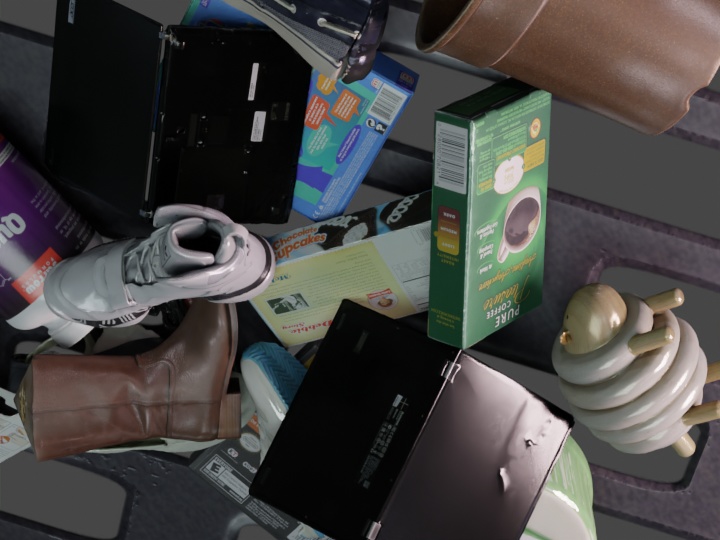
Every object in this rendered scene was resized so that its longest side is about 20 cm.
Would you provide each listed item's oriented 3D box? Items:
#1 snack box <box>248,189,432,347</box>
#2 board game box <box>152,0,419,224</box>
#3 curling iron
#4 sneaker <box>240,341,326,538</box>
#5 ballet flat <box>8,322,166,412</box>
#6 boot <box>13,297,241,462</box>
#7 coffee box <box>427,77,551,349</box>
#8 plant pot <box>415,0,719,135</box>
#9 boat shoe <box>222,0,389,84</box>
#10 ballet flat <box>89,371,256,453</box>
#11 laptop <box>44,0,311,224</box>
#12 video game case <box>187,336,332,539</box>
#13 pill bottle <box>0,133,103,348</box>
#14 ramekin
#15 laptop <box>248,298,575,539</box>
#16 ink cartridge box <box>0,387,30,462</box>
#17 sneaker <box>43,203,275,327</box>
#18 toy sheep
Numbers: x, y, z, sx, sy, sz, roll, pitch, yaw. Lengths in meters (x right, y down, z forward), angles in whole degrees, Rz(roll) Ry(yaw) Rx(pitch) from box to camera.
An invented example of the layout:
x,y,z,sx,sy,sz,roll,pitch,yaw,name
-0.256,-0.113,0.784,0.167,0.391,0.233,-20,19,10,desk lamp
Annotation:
x,y,z,sx,sy,sz,roll,pitch,yaw,name
0.000,0.000,1.620,0.198,0.037,0.116,-15,140,16,snack box
-0.072,-0.146,1.580,0.199,0.045,0.153,29,118,-6,board game box
-0.131,0.086,1.720,0.049,0.026,0.201,-13,120,39,curling iron
-0.061,0.156,1.670,0.080,0.077,0.201,-21,110,22,sneaker
-0.238,0.080,1.711,0.198,0.073,0.074,-14,114,22,ballet flat
-0.204,0.070,1.622,0.197,0.064,0.189,-3,100,-6,boot
0.106,-0.048,1.548,0.044,0.123,0.202,17,119,34,coffee box
0.175,-0.214,1.430,0.197,0.201,0.201,26,118,-12,plant pot
-0.057,-0.243,1.486,0.199,0.075,0.093,36,133,9,boat shoe
-0.188,0.137,1.709,0.198,0.070,0.070,-12,115,27,ballet flat
-0.153,-0.140,1.567,0.198,0.104,0.179,-1,121,-18,laptop
-0.028,0.182,1.736,0.200,0.026,0.181,41,112,-16,video game case
-0.303,-0.028,1.641,0.112,0.113,0.200,-38,105,24,pill bottle
0.118,0.232,1.685,0.197,0.098,0.202,-2,119,-3,ramekin
0.044,0.158,1.601,0.199,0.116,0.189,22,81,31,laptop
-0.392,0.137,1.723,0.199,0.048,0.160,-31,141,26,ink cartridge box
-0.174,-0.007,1.542,0.197,0.115,0.076,-8,74,5,sneaker
0.237,0.090,1.601,0.137,0.138,0.201,-26,115,21,toy sheep
